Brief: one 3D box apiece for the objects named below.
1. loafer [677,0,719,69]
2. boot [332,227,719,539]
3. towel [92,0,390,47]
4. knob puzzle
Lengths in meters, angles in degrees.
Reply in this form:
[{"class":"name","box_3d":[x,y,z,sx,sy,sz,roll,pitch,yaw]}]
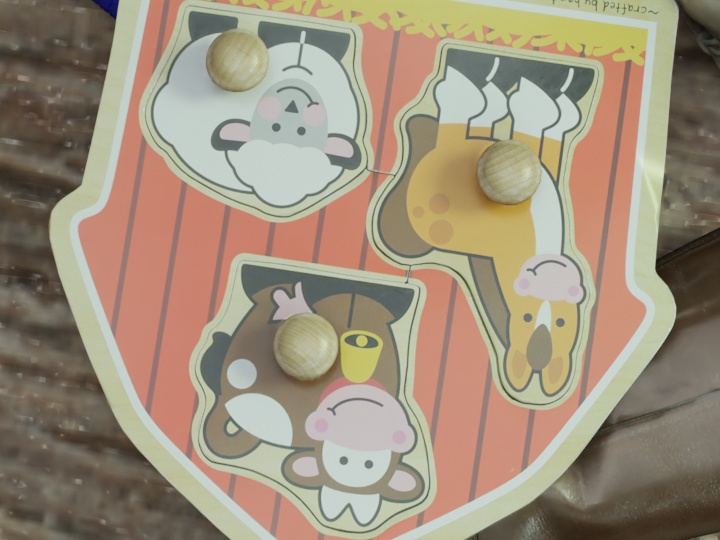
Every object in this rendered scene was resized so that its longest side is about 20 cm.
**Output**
[{"class":"loafer","box_3d":[0.114,-0.105,0.893,0.063,0.072,0.201,-21,76,-28]},{"class":"boot","box_3d":[0.080,0.096,0.893,0.199,0.064,0.188,-19,87,-5]},{"class":"towel","box_3d":[-0.054,-0.152,0.918,0.200,0.050,0.148,38,87,4]},{"class":"knob puzzle","box_3d":[0.000,0.000,0.864,0.218,0.030,0.221,0,82,0]}]
